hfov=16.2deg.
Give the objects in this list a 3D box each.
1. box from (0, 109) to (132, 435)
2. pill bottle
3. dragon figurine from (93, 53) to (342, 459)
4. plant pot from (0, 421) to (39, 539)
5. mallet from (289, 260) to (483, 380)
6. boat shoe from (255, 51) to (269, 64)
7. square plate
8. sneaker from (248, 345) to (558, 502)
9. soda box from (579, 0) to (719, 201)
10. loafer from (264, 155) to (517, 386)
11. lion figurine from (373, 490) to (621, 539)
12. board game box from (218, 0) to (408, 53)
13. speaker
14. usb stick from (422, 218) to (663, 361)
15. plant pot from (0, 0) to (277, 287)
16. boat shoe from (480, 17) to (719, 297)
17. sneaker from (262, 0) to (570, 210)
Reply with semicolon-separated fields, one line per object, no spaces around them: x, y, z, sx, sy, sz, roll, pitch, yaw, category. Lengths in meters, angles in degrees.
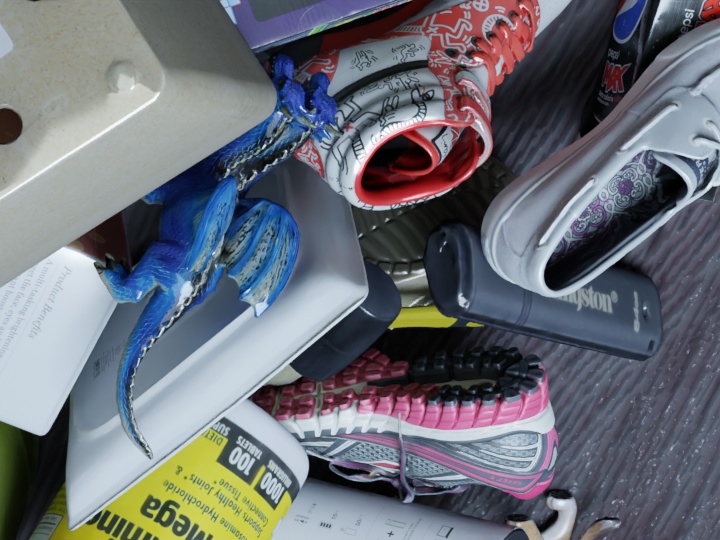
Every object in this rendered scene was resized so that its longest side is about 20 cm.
-0.232;-0.027;1.297;0.200;0.152;0.106;22;111;-20;box
-0.120;0.159;1.345;0.112;0.112;0.200;39;69;-25;pill bottle
-0.071;-0.013;1.221;0.099;0.200;0.059;-6;150;45;dragon figurine
-0.273;0.148;1.364;0.200;0.193;0.201;-4;120;-6;plant pot
0.048;0.019;1.356;0.200;0.041;0.066;-7;151;-40;mallet
-0.129;-0.111;1.317;0.200;0.064;0.071;16;115;-17;boat shoe
-0.086;0.021;1.319;0.198;0.200;0.028;-38;114;13;square plate
0.013;0.091;1.402;0.200;0.081;0.075;1;118;29;sneaker
0.180;-0.141;1.348;0.071;0.063;0.200;9;116;-13;soda box
0.000;0.000;1.397;0.200;0.076;0.068;-27;157;-4;loafer
0.053;0.197;1.506;0.199;0.072;0.123;2;104;-1;lion figurine
-0.050;-0.211;1.224;0.165;0.057;0.200;-19;96;-8;board game box
-0.009;0.161;1.423;0.200;0.081;0.081;11;122;23;speaker
0.103;0.013;1.379;0.033;0.056;0.200;-22;158;34;usb stick
-0.169;-0.100;1.103;0.200;0.177;0.200;-32;96;1;plant pot
0.153;-0.058;1.294;0.200;0.069;0.072;-33;124;-11;boat shoe
0.054;-0.100;1.298;0.201;0.108;0.067;-26;136;-17;sneaker
